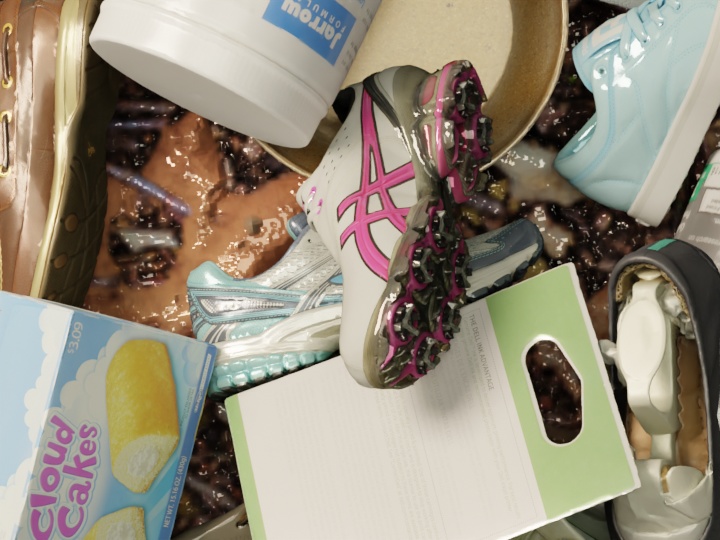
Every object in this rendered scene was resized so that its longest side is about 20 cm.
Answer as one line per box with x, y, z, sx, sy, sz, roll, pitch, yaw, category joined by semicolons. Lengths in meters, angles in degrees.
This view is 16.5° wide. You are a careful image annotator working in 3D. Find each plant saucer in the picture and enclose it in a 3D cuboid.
0.013;-0.138;1.369;0.200;0.035;0.200;0;85;-4;plant saucer

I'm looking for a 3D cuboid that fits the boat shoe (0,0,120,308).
-0.176;-0.053;1.337;0.067;0.072;0.200;6;86;14;boat shoe

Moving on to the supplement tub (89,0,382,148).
-0.042;-0.179;1.287;0.132;0.132;0.200;24;83;-1;supplement tub

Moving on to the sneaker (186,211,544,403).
0.000;0.000;1.336;0.200;0.078;0.086;-20;83;-5;sneaker

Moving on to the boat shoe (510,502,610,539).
0.155;0.174;1.304;0.200;0.062;0.072;29;49;-21;boat shoe

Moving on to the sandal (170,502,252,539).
-0.032;0.138;1.330;0.200;0.055;0.082;-26;87;-6;sandal

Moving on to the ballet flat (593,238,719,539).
0.148;0.082;1.238;0.073;0.073;0.200;1;82;-3;ballet flat

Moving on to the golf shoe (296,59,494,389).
0.011;-0.020;1.280;0.092;0.073;0.200;-5;49;22;golf shoe

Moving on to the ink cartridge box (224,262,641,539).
0.038;0.096;1.262;0.200;0.048;0.146;-21;53;10;ink cartridge box

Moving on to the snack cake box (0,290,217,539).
-0.157;0.120;1.283;0.067;0.115;0.200;13;87;38;snack cake box

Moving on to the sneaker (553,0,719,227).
0.157;-0.116;1.320;0.082;0.074;0.200;20;118;0;sneaker

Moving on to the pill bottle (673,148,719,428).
0.202;0.045;1.324;0.113;0.113;0.200;24;83;-1;pill bottle

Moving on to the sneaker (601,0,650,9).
0.160;-0.180;1.363;0.200;0.071;0.073;30;122;-13;sneaker
